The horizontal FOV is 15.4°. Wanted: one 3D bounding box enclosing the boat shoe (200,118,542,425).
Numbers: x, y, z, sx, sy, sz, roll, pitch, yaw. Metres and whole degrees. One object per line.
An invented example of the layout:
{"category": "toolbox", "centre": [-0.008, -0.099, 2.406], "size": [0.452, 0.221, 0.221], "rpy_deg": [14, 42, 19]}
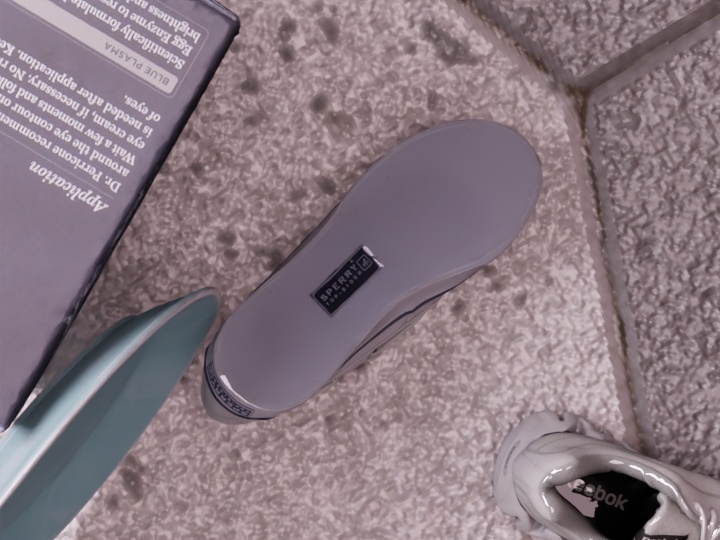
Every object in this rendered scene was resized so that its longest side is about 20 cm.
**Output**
{"category": "boat shoe", "centre": [0.000, 0.000, 1.247], "size": [0.200, 0.065, 0.074], "rpy_deg": [-35, 87, -23]}

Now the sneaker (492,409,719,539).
{"category": "sneaker", "centre": [0.161, 0.126, 1.257], "size": [0.199, 0.081, 0.076], "rpy_deg": [17, 89, -6]}

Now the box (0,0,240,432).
{"category": "box", "centre": [-0.152, -0.050, 1.168], "size": [0.117, 0.197, 0.201], "rpy_deg": [31, 90, -6]}

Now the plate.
{"category": "plate", "centre": [-0.133, 0.079, 1.176], "size": [0.026, 0.200, 0.200], "rpy_deg": [40, 89, 7]}
